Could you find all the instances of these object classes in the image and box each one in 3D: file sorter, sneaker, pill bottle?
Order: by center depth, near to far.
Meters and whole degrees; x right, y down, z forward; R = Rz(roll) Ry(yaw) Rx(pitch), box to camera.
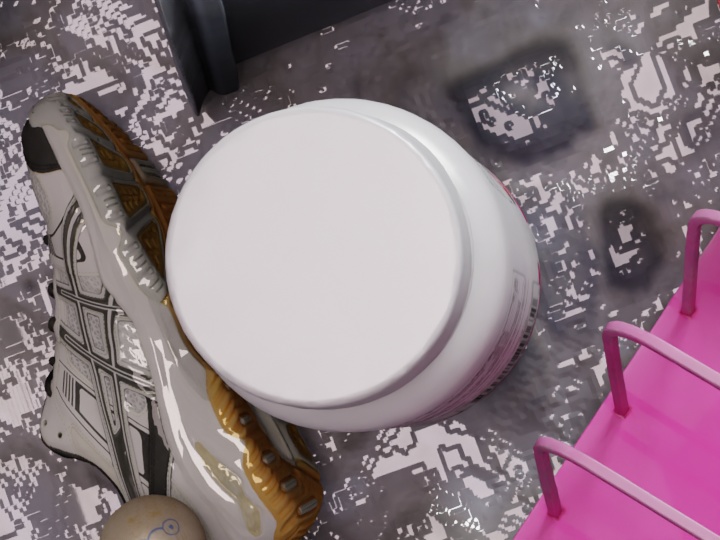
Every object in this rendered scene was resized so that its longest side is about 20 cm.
[{"bbox_3d":[0.142,0.066,0.821,0.139,0.125,0.200,31,77,16],"label":"file sorter"},{"bbox_3d":[0.000,0.000,0.838,0.113,0.200,0.113,0,87,9],"label":"pill bottle"},{"bbox_3d":[-0.096,0.029,0.916,0.088,0.076,0.200,-30,77,17],"label":"sneaker"}]

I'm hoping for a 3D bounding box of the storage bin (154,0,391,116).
[{"bbox_3d":[-0.024,-0.154,0.862,0.134,0.200,0.146,-19,84,-4],"label":"storage bin"}]

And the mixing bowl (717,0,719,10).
[{"bbox_3d":[0.232,-0.131,0.840,0.200,0.108,0.200,8,110,23],"label":"mixing bowl"}]

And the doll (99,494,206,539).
[{"bbox_3d":[-0.020,0.159,0.859,0.136,0.048,0.200,-42,86,-12],"label":"doll"}]
